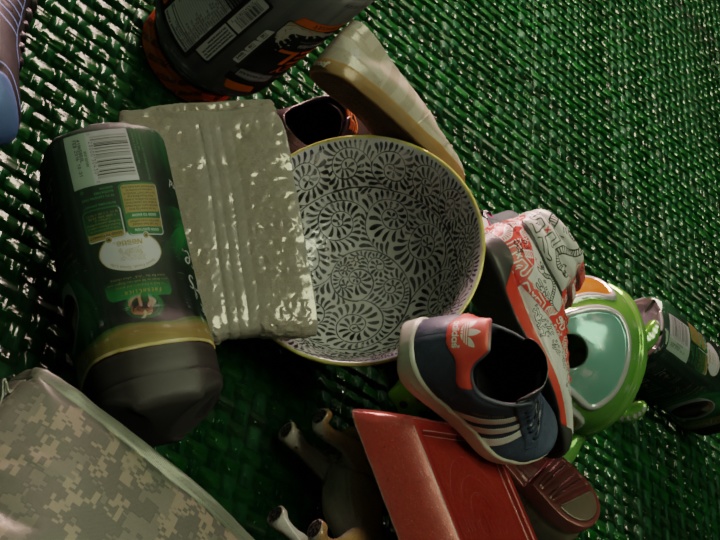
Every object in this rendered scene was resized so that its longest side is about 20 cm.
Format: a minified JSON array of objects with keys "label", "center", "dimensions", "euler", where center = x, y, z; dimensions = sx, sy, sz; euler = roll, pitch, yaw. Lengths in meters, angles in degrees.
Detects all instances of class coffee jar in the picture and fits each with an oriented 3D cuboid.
[{"label":"coffee jar","center":[0.347,0.108,1.266],"dimensions":[0.200,0.104,0.086],"euler":[31,50,-32]},{"label":"coffee jar","center":[-0.152,0.012,0.765],"dimensions":[0.085,0.104,0.201],"euler":[-8,67,-21]}]

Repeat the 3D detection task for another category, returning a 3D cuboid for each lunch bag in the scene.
[{"label":"lunch bag","center":[-0.173,0.175,0.660],"dimensions":[0.200,0.117,0.164],"euler":[50,40,-19]}]

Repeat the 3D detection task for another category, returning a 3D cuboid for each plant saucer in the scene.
[{"label":"plant saucer","center":[0.085,0.192,0.850],"dimensions":[0.199,0.037,0.201],"euler":[22,43,-61]}]

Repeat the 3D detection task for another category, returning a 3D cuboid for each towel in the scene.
[{"label":"towel","center":[-0.111,-0.037,0.879],"dimensions":[0.132,0.034,0.201],"euler":[-5,69,-13]}]

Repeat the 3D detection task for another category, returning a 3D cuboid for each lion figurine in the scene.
[{"label":"lion figurine","center":[-0.004,0.178,0.859],"dimensions":[0.122,0.072,0.200],"euler":[44,33,-25]}]

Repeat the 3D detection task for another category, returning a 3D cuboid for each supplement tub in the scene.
[{"label":"supplement tub","center":[-0.081,-0.220,0.931],"dimensions":[0.122,0.200,0.123],"euler":[24,52,-35]}]

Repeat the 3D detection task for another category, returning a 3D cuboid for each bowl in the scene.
[{"label":"bowl","center":[0.000,0.000,0.943],"dimensions":[0.094,0.200,0.201],"euler":[82,2,-64]}]

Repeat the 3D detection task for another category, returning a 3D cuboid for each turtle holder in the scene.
[{"label":"turtle holder","center":[0.179,0.091,1.091],"dimensions":[0.131,0.186,0.141],"euler":[17,23,-41]}]

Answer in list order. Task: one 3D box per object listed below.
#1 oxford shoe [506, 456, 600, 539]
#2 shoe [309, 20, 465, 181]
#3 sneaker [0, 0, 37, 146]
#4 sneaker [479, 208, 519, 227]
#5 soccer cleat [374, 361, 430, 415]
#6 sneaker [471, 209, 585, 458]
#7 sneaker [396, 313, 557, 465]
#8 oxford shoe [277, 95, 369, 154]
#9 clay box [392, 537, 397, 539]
[{"label":"oxford shoe","center":[0.115,0.163,1.019],"dimensions":[0.070,0.075,0.200],"euler":[-24,65,-42]},{"label":"shoe","center":[0.034,-0.129,0.964],"dimensions":[0.200,0.070,0.054],"euler":[41,65,-45]},{"label":"sneaker","center":[-0.258,-0.178,0.818],"dimensions":[0.078,0.070,0.201],"euler":[-6,71,-41]},{"label":"sneaker","center":[0.079,-0.062,1.105],"dimensions":[0.200,0.083,0.121],"euler":[-21,93,-49]},{"label":"soccer cleat","center":[0.052,0.063,0.992],"dimensions":[0.068,0.081,0.200],"euler":[61,9,-13]},{"label":"sneaker","center":[0.159,0.048,0.983],"dimensions":[0.108,0.067,0.202],"euler":[-28,100,-36]},{"label":"sneaker","center":[0.112,0.090,0.858],"dimensions":[0.200,0.084,0.075],"euler":[34,52,-45]},{"label":"oxford shoe","center":[-0.023,-0.119,1.031],"dimensions":[0.200,0.072,0.071],"euler":[-21,83,-51]},{"label":"clay box","center":[0.021,0.280,0.857],"dimensions":[0.200,0.048,0.115],"euler":[-28,89,-50]}]
